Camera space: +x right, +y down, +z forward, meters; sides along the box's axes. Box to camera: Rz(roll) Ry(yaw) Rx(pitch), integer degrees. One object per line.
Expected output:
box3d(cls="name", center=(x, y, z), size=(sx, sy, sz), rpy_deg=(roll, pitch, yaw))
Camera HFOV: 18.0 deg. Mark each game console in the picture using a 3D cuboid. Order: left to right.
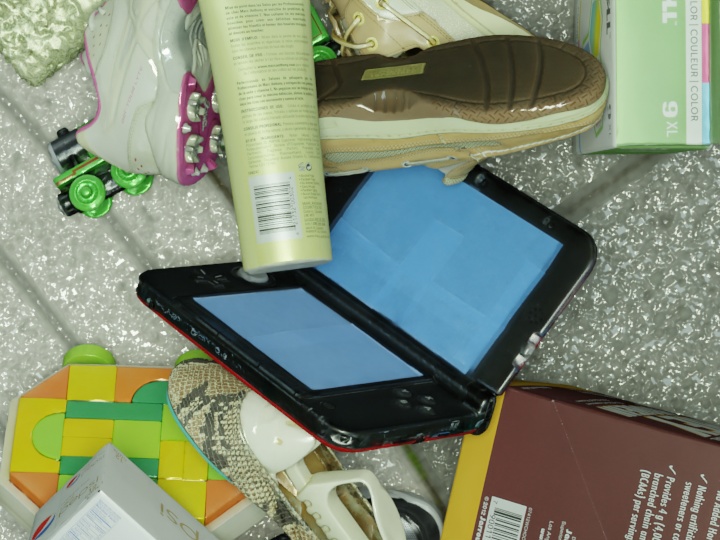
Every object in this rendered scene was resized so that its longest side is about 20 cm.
box3d(cls="game console", center=(0.000, 0.000, 1.287), size=(0.172, 0.200, 0.119), rpy_deg=(-5, 119, -43))

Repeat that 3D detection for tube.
box3d(cls="tube", center=(-0.052, -0.101, 1.266), size=(0.052, 0.058, 0.202), rpy_deg=(-9, 87, 25))

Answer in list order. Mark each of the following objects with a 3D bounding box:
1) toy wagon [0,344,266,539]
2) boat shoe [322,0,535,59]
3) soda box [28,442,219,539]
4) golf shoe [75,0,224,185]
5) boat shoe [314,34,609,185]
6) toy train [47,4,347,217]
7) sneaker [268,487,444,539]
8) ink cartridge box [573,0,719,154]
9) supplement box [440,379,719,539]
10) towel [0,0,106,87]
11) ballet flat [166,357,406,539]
box3d(cls="toy wagon", center=(-0.108, 0.109, 1.323), size=(0.198, 0.156, 0.040), rpy_deg=(2, 135, -2))
box3d(cls="boat shoe", center=(0.020, -0.147, 1.338), size=(0.199, 0.074, 0.067), rpy_deg=(29, 82, -10))
box3d(cls="soda box", center=(-0.088, 0.190, 1.237), size=(0.064, 0.068, 0.200), rpy_deg=(-43, 105, 12))
box3d(cls="golf shoe", center=(-0.123, -0.152, 1.309), size=(0.091, 0.075, 0.202), rpy_deg=(6, 94, 23))
box3d(cls="boat shoe", center=(0.052, -0.085, 1.297), size=(0.199, 0.072, 0.076), rpy_deg=(1, 133, 27))
box3d(cls="toy train", center=(-0.101, -0.097, 1.365), size=(0.199, 0.042, 0.057), rpy_deg=(-28, 83, -1))
box3d(cls="sneaker", center=(-0.041, 0.190, 1.338), size=(0.199, 0.114, 0.076), rpy_deg=(-17, 99, -1))
box3d(cls="ink cartridge box", center=(0.164, -0.120, 1.291), size=(0.059, 0.200, 0.105), rpy_deg=(0, 92, -3))
box3d(cls="supplement box", center=(0.159, 0.180, 1.296), size=(0.199, 0.133, 0.199), rpy_deg=(14, 92, 29))
box3d(cls="towel", center=(-0.202, -0.226, 1.358), size=(0.148, 0.036, 0.201), rpy_deg=(-35, 93, 1))
box3d(cls="ballet flat", center=(-0.024, 0.120, 1.267), size=(0.200, 0.075, 0.068), rpy_deg=(53, 46, -8))
